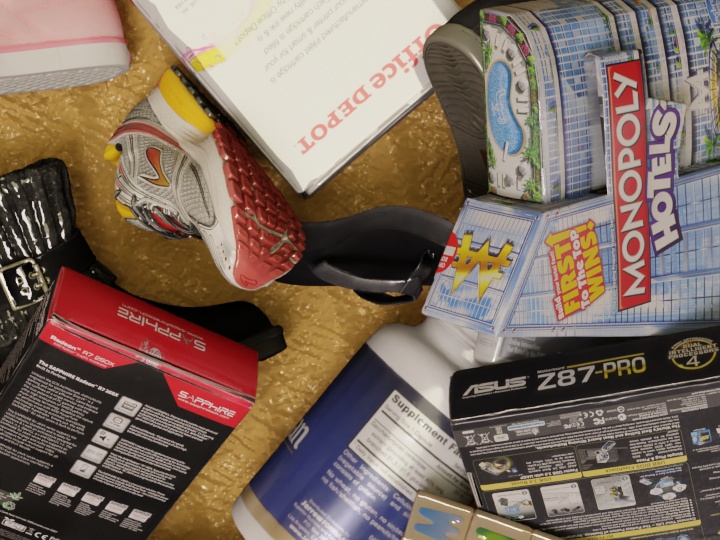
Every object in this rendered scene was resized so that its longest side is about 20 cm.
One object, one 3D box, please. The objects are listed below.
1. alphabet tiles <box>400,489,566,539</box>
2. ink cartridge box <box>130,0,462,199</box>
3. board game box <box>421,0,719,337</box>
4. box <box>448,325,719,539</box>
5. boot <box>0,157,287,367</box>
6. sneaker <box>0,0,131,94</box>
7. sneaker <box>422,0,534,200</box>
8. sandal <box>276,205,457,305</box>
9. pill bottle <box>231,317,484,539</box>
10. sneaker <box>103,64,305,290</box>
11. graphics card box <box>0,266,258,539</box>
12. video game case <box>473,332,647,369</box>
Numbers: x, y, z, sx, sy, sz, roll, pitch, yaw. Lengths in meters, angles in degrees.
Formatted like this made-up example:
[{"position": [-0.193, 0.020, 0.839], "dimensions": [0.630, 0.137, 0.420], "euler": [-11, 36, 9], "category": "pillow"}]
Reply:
[{"position": [0.088, 0.229, 0.875], "dimensions": [0.166, 0.008, 0.201], "euler": [18, 122, 6], "category": "alphabet tiles"}, {"position": [-0.045, -0.164, 0.922], "dimensions": [0.147, 0.086, 0.200], "euler": [-40, 91, 0], "category": "ink cartridge box"}, {"position": [0.123, -0.043, 0.804], "dimensions": [0.199, 0.062, 0.201], "euler": [-16, 109, -35], "category": "board game box"}, {"position": [0.163, 0.111, 0.834], "dimensions": [0.199, 0.049, 0.162], "euler": [-12, 123, 12], "category": "box"}, {"position": [-0.160, 0.005, 0.927], "dimensions": [0.210, 0.079, 0.159], "euler": [-11, 90, 1], "category": "boot"}, {"position": [-0.239, -0.158, 0.903], "dimensions": [0.200, 0.075, 0.105], "euler": [-11, 90, -33], "category": "sneaker"}, {"position": [0.114, -0.085, 0.900], "dimensions": [0.106, 0.075, 0.200], "euler": [-41, 134, -21], "category": "sneaker"}, {"position": [0.000, 0.000, 0.884], "dimensions": [0.076, 0.200, 0.043], "euler": [31, 67, -37], "category": "sandal"}, {"position": [0.025, 0.103, 0.909], "dimensions": [0.111, 0.111, 0.200], "euler": [40, 90, 1], "category": "pill bottle"}, {"position": [-0.095, -0.041, 0.887], "dimensions": [0.082, 0.200, 0.078], "euler": [-42, 126, 4], "category": "sneaker"}, {"position": [-0.159, 0.098, 0.875], "dimensions": [0.125, 0.051, 0.200], "euler": [24, 126, -19], "category": "graphics card box"}, {"position": [0.164, -0.017, 0.893], "dimensions": [0.199, 0.023, 0.183], "euler": [14, 90, -38], "category": "video game case"}]
